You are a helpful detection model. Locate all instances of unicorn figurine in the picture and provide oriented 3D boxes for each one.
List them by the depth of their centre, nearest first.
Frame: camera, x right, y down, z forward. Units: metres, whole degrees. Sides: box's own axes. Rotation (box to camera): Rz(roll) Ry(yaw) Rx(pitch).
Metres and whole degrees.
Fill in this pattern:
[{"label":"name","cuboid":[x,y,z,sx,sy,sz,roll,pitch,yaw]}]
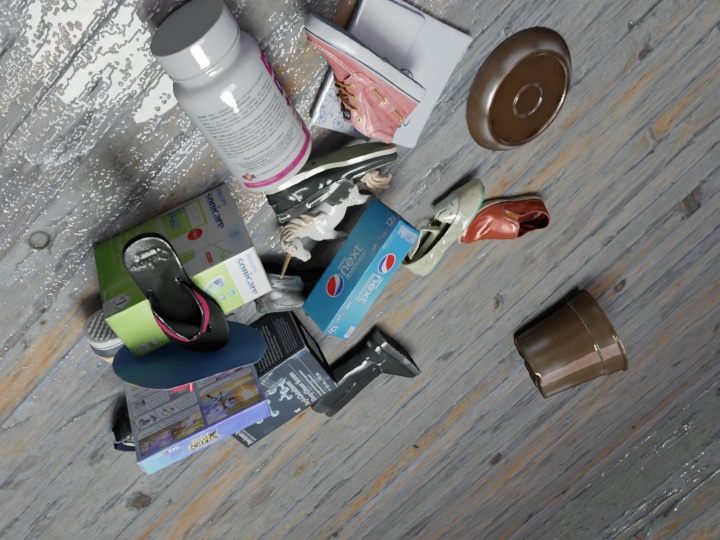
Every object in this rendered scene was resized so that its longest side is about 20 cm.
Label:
[{"label":"unicorn figurine","cuboid":[-0.043,-0.078,0.926,0.135,0.073,0.204,18,101,-41]}]

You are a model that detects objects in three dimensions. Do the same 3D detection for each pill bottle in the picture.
[{"label":"pill bottle","cuboid":[-0.145,-0.199,0.709,0.112,0.114,0.201,-33,138,0]}]

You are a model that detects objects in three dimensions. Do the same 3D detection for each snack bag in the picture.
[{"label":"snack bag","cuboid":[0.045,-0.263,0.840,0.196,0.022,0.191,8,122,-37]}]

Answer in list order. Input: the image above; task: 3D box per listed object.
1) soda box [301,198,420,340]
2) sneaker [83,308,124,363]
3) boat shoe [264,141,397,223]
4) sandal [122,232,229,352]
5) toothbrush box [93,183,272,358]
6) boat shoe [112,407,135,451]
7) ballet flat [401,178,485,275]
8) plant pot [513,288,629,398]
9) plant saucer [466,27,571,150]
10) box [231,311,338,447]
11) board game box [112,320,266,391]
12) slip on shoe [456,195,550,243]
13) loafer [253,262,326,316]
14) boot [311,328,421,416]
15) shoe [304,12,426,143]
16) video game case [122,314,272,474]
[{"label":"soda box","cuboid":[0.000,0.000,0.917,0.064,0.068,0.202,24,104,-51]},{"label":"sneaker","cuboid":[-0.293,0.067,0.886,0.196,0.079,0.080,-23,149,-21]},{"label":"boat shoe","cuboid":[-0.038,-0.127,0.855,0.195,0.072,0.069,-21,114,3]},{"label":"sandal","cuboid":[-0.214,0.043,0.718,0.074,0.045,0.202,-28,136,-6]},{"label":"toothbrush box","cuboid":[-0.235,-0.003,0.806,0.196,0.147,0.087,-25,137,-8]},{"label":"boat shoe","cuboid":[-0.331,0.264,1.057,0.197,0.076,0.092,10,144,-42]},{"label":"ballet flat","cuboid":[0.137,-0.074,1.040,0.061,0.068,0.202,17,117,-30]},{"label":"plant pot","cuboid":[0.471,0.181,1.397,0.195,0.203,0.201,-29,139,5]},{"label":"plant saucer","cuboid":[0.257,-0.273,0.959,0.195,0.032,0.204,-17,134,-18]},{"label":"box","cuboid":[-0.162,0.183,1.050,0.197,0.108,0.149,-33,139,0]},{"label":"board game box","cuboid":[-0.220,0.124,0.805,0.196,0.157,0.040,-14,113,-33]},{"label":"slip on shoe","cuboid":[0.261,-0.087,1.108,0.195,0.062,0.075,-14,136,-19]},{"label":"loafer","cuboid":[-0.080,0.037,0.988,0.195,0.073,0.074,8,106,-25]},{"label":"boot","cuboid":[0.008,0.224,1.224,0.200,0.066,0.164,-44,129,6]},{"label":"shoe","cuboid":[-0.006,-0.233,0.768,0.197,0.072,0.092,19,115,-42]},{"label":"video game case","cuboid":[-0.255,0.182,0.934,0.196,0.183,0.046,-23,138,-11]}]
